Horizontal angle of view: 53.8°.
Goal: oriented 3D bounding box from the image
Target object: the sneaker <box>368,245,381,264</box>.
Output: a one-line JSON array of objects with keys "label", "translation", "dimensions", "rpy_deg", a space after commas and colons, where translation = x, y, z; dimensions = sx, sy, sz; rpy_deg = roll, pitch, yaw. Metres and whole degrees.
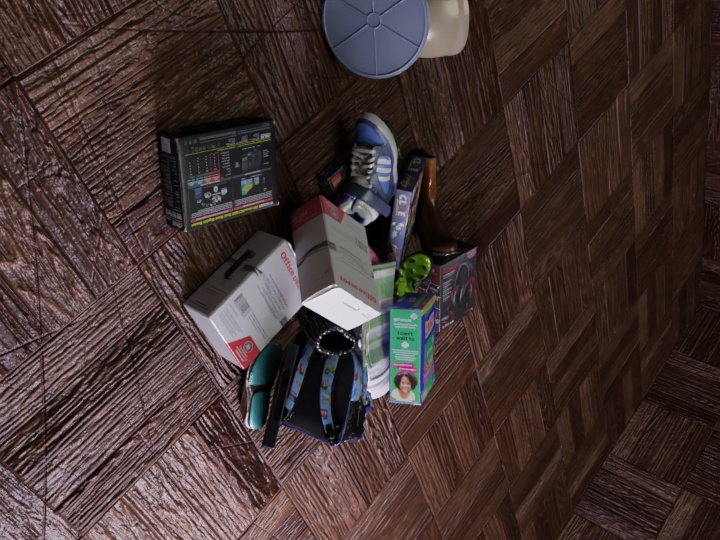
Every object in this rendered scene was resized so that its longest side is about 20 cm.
[{"label": "sneaker", "translation": [0.000, 0.000, 1.506], "dimensions": [0.095, 0.079, 0.200], "rpy_deg": [-40, 136, -1]}]

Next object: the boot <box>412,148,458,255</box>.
[{"label": "boot", "translation": [0.163, -0.148, 1.534], "dimensions": [0.068, 0.189, 0.202], "rpy_deg": [-6, 117, -10]}]

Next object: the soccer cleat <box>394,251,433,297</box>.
[{"label": "soccer cleat", "translation": [0.119, -0.002, 1.586], "dimensions": [0.081, 0.067, 0.200], "rpy_deg": [-59, 178, -29]}]

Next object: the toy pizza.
[{"label": "toy pizza", "translation": [0.027, -0.443, 1.249], "dimensions": [0.032, 0.198, 0.202], "rpy_deg": [-55, 146, -58]}]

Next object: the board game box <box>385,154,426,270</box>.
[{"label": "board game box", "translation": [0.094, -0.122, 1.492], "dimensions": [0.136, 0.034, 0.201], "rpy_deg": [-67, 168, -47]}]

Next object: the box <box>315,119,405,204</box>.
[{"label": "box", "translation": [0.007, -0.193, 1.441], "dimensions": [0.200, 0.037, 0.137], "rpy_deg": [-46, 136, -26]}]

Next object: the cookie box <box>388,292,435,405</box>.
[{"label": "cookie box", "translation": [0.113, 0.161, 1.514], "dimensions": [0.171, 0.074, 0.203], "rpy_deg": [-30, 121, -72]}]

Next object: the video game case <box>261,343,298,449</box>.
[{"label": "video game case", "translation": [-0.151, 0.240, 1.325], "dimensions": [0.200, 0.025, 0.183], "rpy_deg": [121, -18, -73]}]

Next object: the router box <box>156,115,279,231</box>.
[{"label": "router box", "translation": [-0.228, -0.163, 1.163], "dimensions": [0.199, 0.062, 0.152], "rpy_deg": [-22, 121, -42]}]

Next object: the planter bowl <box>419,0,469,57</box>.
[{"label": "planter bowl", "translation": [0.097, -0.488, 1.319], "dimensions": [0.133, 0.201, 0.202], "rpy_deg": [-18, 123, -12]}]

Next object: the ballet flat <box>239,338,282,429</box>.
[{"label": "ballet flat", "translation": [-0.199, 0.206, 1.350], "dimensions": [0.067, 0.067, 0.202], "rpy_deg": [2, 115, -34]}]

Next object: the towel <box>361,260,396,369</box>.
[{"label": "towel", "translation": [0.040, 0.086, 1.443], "dimensions": [0.152, 0.023, 0.203], "rpy_deg": [-15, 106, -65]}]

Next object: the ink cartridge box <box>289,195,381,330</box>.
[{"label": "ink cartridge box", "translation": [-0.047, -0.013, 1.291], "dimensions": [0.146, 0.082, 0.202], "rpy_deg": [34, 36, -47]}]

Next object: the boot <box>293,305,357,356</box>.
[{"label": "boot", "translation": [-0.042, 0.093, 1.396], "dimensions": [0.209, 0.158, 0.080], "rpy_deg": [-5, 123, -39]}]

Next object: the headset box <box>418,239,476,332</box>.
[{"label": "headset box", "translation": [0.213, 0.026, 1.745], "dimensions": [0.148, 0.075, 0.202], "rpy_deg": [-25, 124, -40]}]

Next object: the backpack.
[{"label": "backpack", "translation": [-0.062, 0.236, 1.445], "dimensions": [0.134, 0.181, 0.203], "rpy_deg": [12, 89, -54]}]

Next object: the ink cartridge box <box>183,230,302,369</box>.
[{"label": "ink cartridge box", "translation": [-0.195, 0.049, 1.276], "dimensions": [0.200, 0.083, 0.145], "rpy_deg": [-47, 135, -25]}]

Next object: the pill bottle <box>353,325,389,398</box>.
[{"label": "pill bottle", "translation": [0.006, 0.176, 1.542], "dimensions": [0.113, 0.112, 0.202], "rpy_deg": [-39, 133, -31]}]

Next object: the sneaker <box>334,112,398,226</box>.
[{"label": "sneaker", "translation": [0.004, -0.178, 1.347], "dimensions": [0.147, 0.080, 0.201], "rpy_deg": [-50, 143, -30]}]
